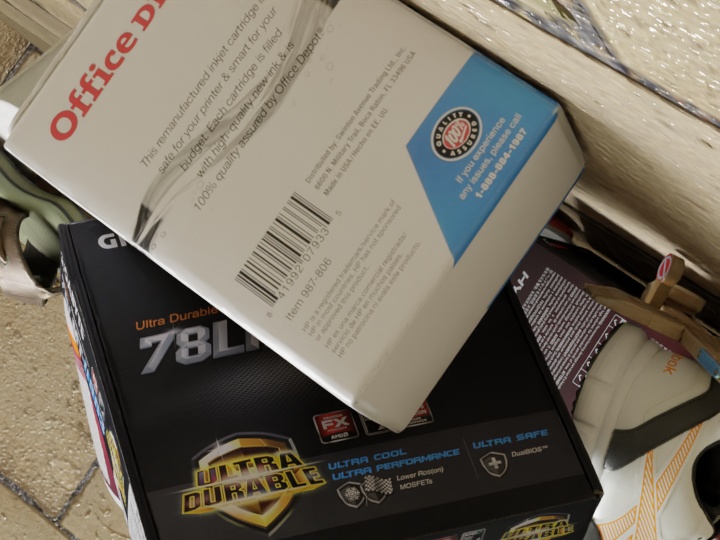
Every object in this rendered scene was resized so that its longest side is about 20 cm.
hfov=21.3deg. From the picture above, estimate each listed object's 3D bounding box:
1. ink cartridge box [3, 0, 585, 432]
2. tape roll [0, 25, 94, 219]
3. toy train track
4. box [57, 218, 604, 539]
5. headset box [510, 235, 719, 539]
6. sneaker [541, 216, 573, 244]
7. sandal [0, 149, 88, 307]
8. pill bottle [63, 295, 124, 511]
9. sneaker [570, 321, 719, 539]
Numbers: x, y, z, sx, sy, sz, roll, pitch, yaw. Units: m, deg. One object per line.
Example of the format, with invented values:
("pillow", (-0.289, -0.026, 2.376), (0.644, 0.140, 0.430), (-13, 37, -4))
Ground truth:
("ink cartridge box", (-0.028, -0.050, 0.813), (0.199, 0.145, 0.084), (35, 178, 20))
("tape roll", (-0.105, -0.058, 1.117), (0.203, 0.139, 0.203), (43, 161, 18))
("toy train track", (0.166, 0.032, 0.843), (0.114, 0.033, 0.200), (25, -169, -13))
("box", (-0.019, 0.049, 0.858), (0.050, 0.198, 0.200), (103, 153, -52))
("headset box", (0.163, 0.068, 0.991), (0.199, 0.075, 0.148), (35, -171, 19))
("sneaker", (0.068, 0.017, 1.120), (0.078, 0.116, 0.200), (35, 177, 14))
("sandal", (-0.190, -0.012, 1.089), (0.200, 0.057, 0.080), (36, 158, 37))
("pill bottle", (-0.088, 0.069, 0.998), (0.109, 0.109, 0.201), (34, 148, 28))
("sneaker", (0.125, 0.129, 0.892), (0.079, 0.202, 0.074), (20, -155, 18))
